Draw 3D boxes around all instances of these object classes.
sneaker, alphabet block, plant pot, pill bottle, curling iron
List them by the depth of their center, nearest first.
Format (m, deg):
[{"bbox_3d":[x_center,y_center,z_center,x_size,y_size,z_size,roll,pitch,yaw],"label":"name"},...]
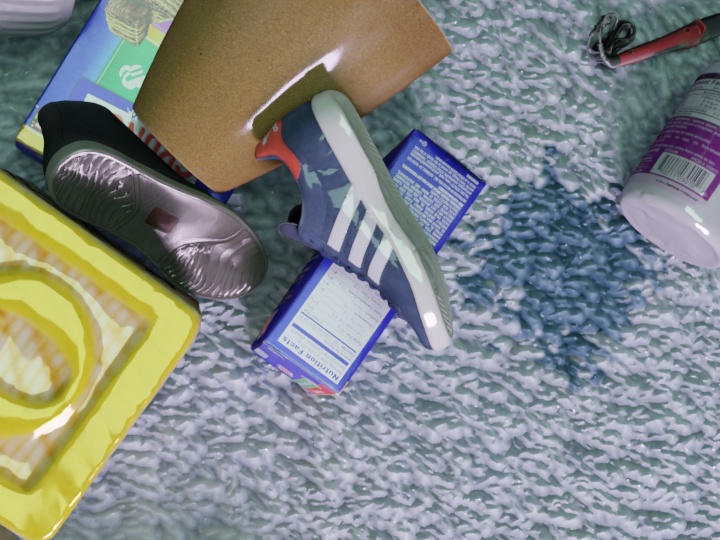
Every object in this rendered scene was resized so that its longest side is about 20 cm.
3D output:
[{"bbox_3d":[-0.006,-0.023,0.894,0.084,0.075,0.201,-26,99,13],"label":"sneaker"},{"bbox_3d":[-0.245,0.055,0.934,0.195,0.200,0.197,34,86,-8],"label":"alphabet block"},{"bbox_3d":[-0.066,-0.158,0.937,0.186,0.186,0.200,44,93,-6],"label":"plant pot"},{"bbox_3d":[-0.154,-0.059,0.960,0.075,0.106,0.200,-44,128,12],"label":"sneaker"},{"bbox_3d":[0.323,-0.111,1.107,0.112,0.112,0.200,37,81,-7],"label":"pill bottle"},{"bbox_3d":[0.298,-0.224,1.150,0.199,0.026,0.050,-14,93,-12],"label":"curling iron"}]

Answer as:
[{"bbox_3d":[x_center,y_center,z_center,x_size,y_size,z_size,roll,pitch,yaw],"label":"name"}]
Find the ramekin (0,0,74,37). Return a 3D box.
[{"bbox_3d":[-0.268,-0.271,0.960,0.105,0.200,0.201,6,86,-20],"label":"ramekin"}]

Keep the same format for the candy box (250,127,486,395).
[{"bbox_3d":[0.000,0.000,1.008,0.077,0.169,0.200,37,82,-4],"label":"candy box"}]

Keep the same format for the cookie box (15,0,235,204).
[{"bbox_3d":[-0.157,-0.143,1.032,0.171,0.075,0.200,31,83,-10],"label":"cookie box"}]

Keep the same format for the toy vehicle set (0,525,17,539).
[{"bbox_3d":[-0.347,0.272,0.949,0.200,0.124,0.027,-40,95,-11],"label":"toy vehicle set"}]
